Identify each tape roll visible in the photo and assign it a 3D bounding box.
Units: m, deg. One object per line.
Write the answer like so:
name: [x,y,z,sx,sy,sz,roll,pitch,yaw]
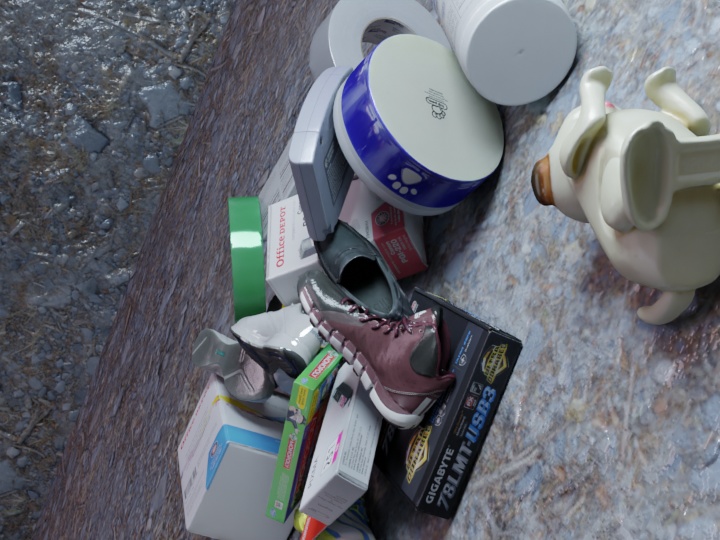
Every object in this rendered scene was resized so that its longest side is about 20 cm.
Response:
tape roll: [0.031,-0.278,1.298,0.066,0.198,0.203,-32,43,57]
tape roll: [-0.170,-0.007,1.430,0.200,0.047,0.204,176,90,-82]

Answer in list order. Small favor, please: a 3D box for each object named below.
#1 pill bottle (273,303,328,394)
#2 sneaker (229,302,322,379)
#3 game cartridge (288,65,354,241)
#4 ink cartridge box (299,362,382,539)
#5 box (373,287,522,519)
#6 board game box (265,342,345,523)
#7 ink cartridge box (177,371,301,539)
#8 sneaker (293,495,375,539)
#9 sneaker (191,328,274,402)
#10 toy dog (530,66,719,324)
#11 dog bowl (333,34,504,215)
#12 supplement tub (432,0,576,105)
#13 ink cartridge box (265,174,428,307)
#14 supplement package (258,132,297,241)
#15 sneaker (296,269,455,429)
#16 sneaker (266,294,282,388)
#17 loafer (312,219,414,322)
pill bottle: [-0.055,0.065,1.330,0.114,0.113,0.203,-42,35,49]
sneaker: [-0.099,0.083,1.223,0.087,0.075,0.199,-49,27,-19]
game cartridge: [-0.038,-0.151,1.152,0.202,0.041,0.135,-72,-26,-45]
ink cartridge box: [-0.029,0.196,1.088,0.174,0.043,0.202,-51,16,41]
box: [0.078,0.137,1.050,0.203,0.049,0.198,-68,23,4]
board game box: [-0.062,0.194,1.188,0.135,0.029,0.203,-48,-25,-60]
ink cartridge box: [-0.166,0.270,1.374,0.148,0.144,0.200,-64,22,15]
sneaker: [-0.027,0.276,1.141,0.199,0.075,0.107,-8,64,66]
sneaker: [-0.165,0.137,1.363,0.199,0.080,0.071,25,89,53]
toy dog: [0.229,-0.074,0.794,0.200,0.137,0.197,-129,26,-63]
dog bowl: [0.070,-0.171,1.120,0.079,0.198,0.203,-39,37,47]
supplement tub: [0.160,-0.292,1.101,0.133,0.130,0.201,-57,27,29]
ink cartridge box: [-0.021,-0.045,1.254,0.197,0.085,0.147,-21,43,17]
supplement package: [-0.036,-0.127,1.385,0.201,0.154,0.112,-56,28,30]
sneaker: [0.028,0.054,0.999,0.115,0.201,0.075,-43,-12,23]
sneaker: [-0.101,0.098,1.478,0.090,0.076,0.202,-22,37,26]
loafer: [0.000,0.000,1.109,0.068,0.071,0.201,-34,52,-4]
